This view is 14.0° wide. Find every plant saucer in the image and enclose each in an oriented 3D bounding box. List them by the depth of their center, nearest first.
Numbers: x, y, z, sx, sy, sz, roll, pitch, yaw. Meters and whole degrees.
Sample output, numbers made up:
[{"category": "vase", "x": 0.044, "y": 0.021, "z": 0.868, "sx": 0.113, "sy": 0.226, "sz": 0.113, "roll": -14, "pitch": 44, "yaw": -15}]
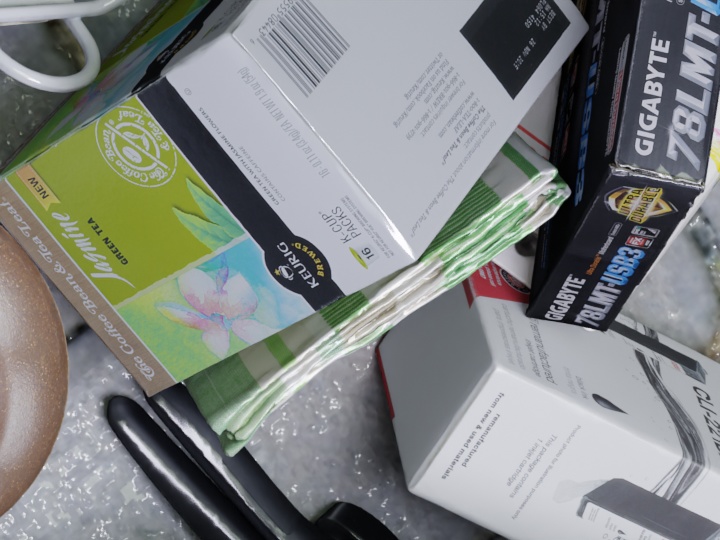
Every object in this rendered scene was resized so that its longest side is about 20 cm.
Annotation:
[{"category": "plant saucer", "x": -0.235, "y": 0.053, "z": 1.347, "sx": 0.200, "sy": 0.037, "sz": 0.201, "roll": -1, "pitch": 109, "yaw": -4}]

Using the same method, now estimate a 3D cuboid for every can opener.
[{"category": "can opener", "x": -0.049, "y": 0.129, "z": 1.456, "sx": 0.200, "sy": 0.079, "sz": 0.063, "roll": 41, "pitch": 113, "yaw": -12}]

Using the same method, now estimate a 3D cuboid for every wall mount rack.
[{"category": "wall mount rack", "x": -0.151, "y": -0.178, "z": 1.373, "sx": 0.174, "sy": 0.075, "sz": 0.200, "roll": -10, "pitch": 55, "yaw": -44}]

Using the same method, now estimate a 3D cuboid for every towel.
[{"category": "towel", "x": 0.000, "y": 0.000, "z": 1.393, "sx": 0.200, "sy": 0.153, "sz": 0.023, "roll": -38, "pitch": 111, "yaw": 1}]

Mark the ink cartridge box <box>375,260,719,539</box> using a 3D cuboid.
[{"category": "ink cartridge box", "x": 0.119, "y": 0.084, "z": 1.460, "sx": 0.200, "sy": 0.144, "sz": 0.084, "roll": 27, "pitch": 111, "yaw": -19}]

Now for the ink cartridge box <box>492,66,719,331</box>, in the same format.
[{"category": "ink cartridge box", "x": 0.128, "y": -0.068, "z": 1.504, "sx": 0.117, "sy": 0.067, "sz": 0.200, "roll": 37, "pitch": 75, "yaw": 4}]

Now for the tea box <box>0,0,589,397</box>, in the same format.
[{"category": "tea box", "x": -0.034, "y": -0.074, "z": 1.354, "sx": 0.134, "sy": 0.197, "sz": 0.200, "roll": 50, "pitch": 44, "yaw": -12}]

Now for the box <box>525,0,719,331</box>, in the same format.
[{"category": "box", "x": 0.130, "y": -0.096, "z": 1.366, "sx": 0.050, "sy": 0.199, "sz": 0.200, "roll": 11, "pitch": 70, "yaw": -3}]
